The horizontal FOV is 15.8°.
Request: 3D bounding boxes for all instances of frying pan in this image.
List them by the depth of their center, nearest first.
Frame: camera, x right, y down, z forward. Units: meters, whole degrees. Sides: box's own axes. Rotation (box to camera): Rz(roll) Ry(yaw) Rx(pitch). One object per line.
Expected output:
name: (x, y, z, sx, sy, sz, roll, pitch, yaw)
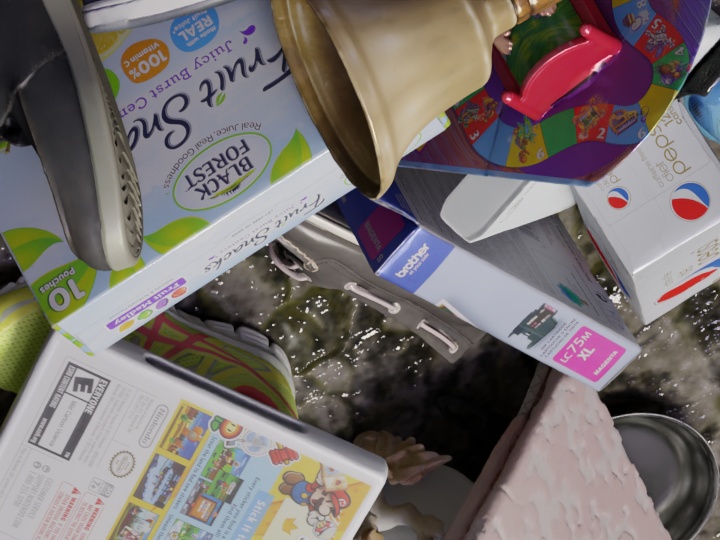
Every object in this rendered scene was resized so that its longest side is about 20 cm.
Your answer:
frying pan: (0.118, 0.125, 1.511, 0.189, 0.031, 0.115, 7, 117, -16)

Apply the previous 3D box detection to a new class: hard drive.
hard drive: (0.115, -0.076, 1.275, 0.132, 0.027, 0.200, -49, 170, 16)

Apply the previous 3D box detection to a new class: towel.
towel: (0.115, 0.175, 1.422, 0.032, 0.191, 0.200, -10, 121, 33)

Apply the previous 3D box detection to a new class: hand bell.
hand bell: (0.072, -0.118, 1.111, 0.199, 0.104, 0.104, -25, 132, -12)

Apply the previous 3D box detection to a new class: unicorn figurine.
unicorn figurine: (-0.040, 0.164, 1.422, 0.200, 0.137, 0.074, -37, 123, -13)

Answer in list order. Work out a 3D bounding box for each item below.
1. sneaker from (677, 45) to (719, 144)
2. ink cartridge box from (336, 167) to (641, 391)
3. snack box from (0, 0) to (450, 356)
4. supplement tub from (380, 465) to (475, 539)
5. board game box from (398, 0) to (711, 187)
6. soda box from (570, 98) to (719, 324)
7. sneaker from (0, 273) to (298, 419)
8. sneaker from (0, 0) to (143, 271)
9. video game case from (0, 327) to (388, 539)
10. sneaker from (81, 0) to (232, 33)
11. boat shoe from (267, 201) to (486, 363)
sneaker: (0.253, -0.065, 1.387, 0.200, 0.090, 0.078, 26, 112, -37)
ink cartridge box: (0.046, -0.020, 1.308, 0.200, 0.120, 0.042, 30, 111, -38)
snack box: (-0.080, -0.073, 1.192, 0.200, 0.143, 0.053, -33, 156, 2)
supplement tub: (0.071, 0.212, 1.491, 0.132, 0.132, 0.200, -39, 131, 7)
board game box: (0.065, -0.124, 1.179, 0.039, 0.199, 0.159, 21, 80, -49)
soda box: (0.153, -0.026, 1.322, 0.068, 0.064, 0.200, -32, 168, 3)
sneaker: (-0.108, 0.058, 1.319, 0.199, 0.090, 0.078, 15, 120, -31)
sneaker: (-0.166, -0.078, 1.138, 0.106, 0.201, 0.075, -20, 161, -1)
video game case: (-0.110, 0.139, 1.308, 0.181, 0.023, 0.200, 25, 114, -10)
sneaker: (-0.050, -0.197, 1.130, 0.202, 0.077, 0.147, -25, 98, -4)
boat shoe: (0.000, 0.000, 1.339, 0.200, 0.067, 0.057, 24, 109, -40)
